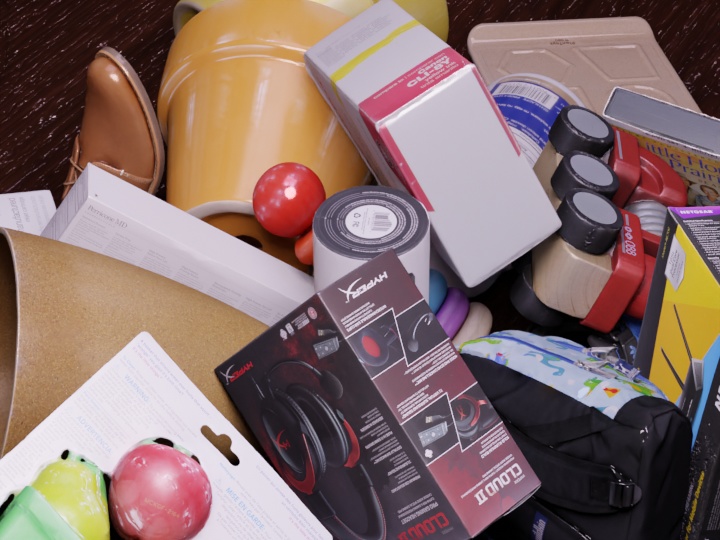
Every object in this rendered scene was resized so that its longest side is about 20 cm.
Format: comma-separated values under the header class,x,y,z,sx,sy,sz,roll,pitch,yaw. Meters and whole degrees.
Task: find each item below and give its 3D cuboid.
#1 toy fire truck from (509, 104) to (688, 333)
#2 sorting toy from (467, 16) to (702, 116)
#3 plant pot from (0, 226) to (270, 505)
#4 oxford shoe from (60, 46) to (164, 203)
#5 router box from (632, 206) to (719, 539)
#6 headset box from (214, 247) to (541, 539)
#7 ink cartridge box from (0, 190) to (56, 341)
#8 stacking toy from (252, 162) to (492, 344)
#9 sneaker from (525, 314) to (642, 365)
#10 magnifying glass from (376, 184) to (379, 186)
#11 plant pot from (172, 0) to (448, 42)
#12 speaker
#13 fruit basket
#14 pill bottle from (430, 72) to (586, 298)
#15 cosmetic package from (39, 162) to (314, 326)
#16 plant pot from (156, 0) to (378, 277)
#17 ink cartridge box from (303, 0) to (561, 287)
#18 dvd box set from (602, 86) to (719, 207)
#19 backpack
class,x,y,z,sx,sy,sz,roll,pitch,yaw
toy fire truck,0.224,-0.027,1.541,0.199,0.129,0.177,21,33,-11
sorting toy,0.205,-0.160,1.913,0.183,0.037,0.201,-4,41,-12
plant pot,-0.162,0.076,1.439,0.198,0.187,0.187,7,32,-22
oxford shoe,-0.196,-0.077,1.607,0.071,0.201,0.071,-28,49,-33
router box,0.236,0.080,1.429,0.051,0.201,0.150,-2,34,-15
headset box,0.014,0.109,1.354,0.075,0.148,0.201,-31,88,-38
ink cartridge box,-0.315,0.020,1.554,0.198,0.084,0.146,-6,37,-17
stacking toy,0.000,0.000,1.533,0.200,0.085,0.086,42,35,-12
sneaker,0.219,0.064,1.554,0.198,0.077,0.111,18,35,21
magnifying glass,0.030,-0.048,1.708,0.022,0.080,0.200,17,27,11
plant pot,-0.055,-0.226,1.851,0.188,0.202,0.200,-33,48,-22
speaker,0.008,0.043,1.456,0.080,0.201,0.082,0,40,0
fruit basket,-0.144,0.168,1.312,0.185,0.094,0.200,47,58,0
pill bottle,0.107,-0.068,1.696,0.115,0.117,0.200,18,38,19
cosmetic package,-0.131,0.005,1.520,0.199,0.083,0.051,28,29,-23
plant pot,-0.073,-0.080,1.649,0.198,0.201,0.184,7,51,4
ink cartridge box,0.048,-0.097,1.506,0.083,0.146,0.200,-34,26,-3
dvd box set,0.273,-0.068,1.660,0.145,0.200,0.030,21,74,21
backpack,0.127,0.121,1.416,0.199,0.165,0.153,18,28,29
